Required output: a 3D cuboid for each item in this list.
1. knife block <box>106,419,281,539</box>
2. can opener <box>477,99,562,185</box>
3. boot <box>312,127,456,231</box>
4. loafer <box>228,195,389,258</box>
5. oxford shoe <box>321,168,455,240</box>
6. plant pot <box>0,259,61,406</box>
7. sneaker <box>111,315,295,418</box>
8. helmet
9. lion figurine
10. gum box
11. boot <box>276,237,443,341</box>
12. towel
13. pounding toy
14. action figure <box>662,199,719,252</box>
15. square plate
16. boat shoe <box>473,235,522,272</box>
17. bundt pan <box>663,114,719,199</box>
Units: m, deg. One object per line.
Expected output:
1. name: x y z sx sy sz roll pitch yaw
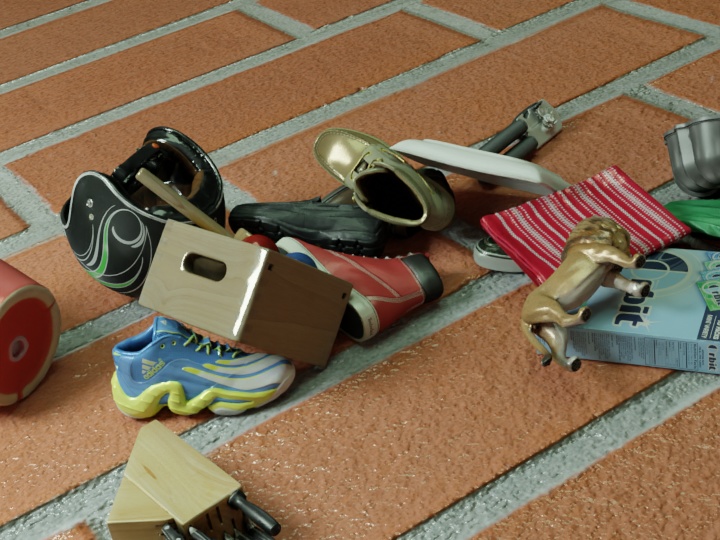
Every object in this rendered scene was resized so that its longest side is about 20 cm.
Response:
1. knife block: -0.138 0.222 1.197 0.175 0.064 0.200 -4 31 8
2. can opener: 0.212 -0.176 1.762 0.066 0.053 0.200 -28 9 48
3. boot: 0.013 -0.112 1.521 0.200 0.072 0.155 33 11 12
4. loafer: -0.063 -0.057 1.577 0.200 0.068 0.071 8 53 10
5. oxford shoe: 0.025 -0.073 1.620 0.200 0.073 0.084 -17 39 -6
6. plant pot: -0.453 0.061 1.448 0.177 0.201 0.200 17 39 21
7. sneaker: -0.174 0.099 1.365 0.199 0.105 0.076 -10 32 0
8. helmet: -0.266 -0.060 1.570 0.200 0.191 0.200 14 49 -17
9. lion figurine: 0.221 0.018 1.331 0.200 0.073 0.122 -38 36 -20
10. gum box: 0.308 0.035 1.386 0.200 0.045 0.170 6 35 24
11. boot: 0.000 0.000 1.514 0.144 0.073 0.200 -27 42 -29
12. towel: 0.253 -0.050 1.455 0.200 0.023 0.145 -21 45 -18
13. pounding toy: -0.142 -0.002 1.402 0.200 0.143 0.184 17 -4 37
14. action figure: 0.416 -0.054 1.491 0.200 0.055 0.118 4 35 34
15. square plate: 0.161 -0.126 1.583 0.198 0.029 0.200 16 3 24
16. boat shoe: 0.231 -0.048 1.524 0.199 0.064 0.071 -9 32 2
17. bundt pan: 0.461 -0.129 1.508 0.201 0.076 0.202 -1 -9 0
